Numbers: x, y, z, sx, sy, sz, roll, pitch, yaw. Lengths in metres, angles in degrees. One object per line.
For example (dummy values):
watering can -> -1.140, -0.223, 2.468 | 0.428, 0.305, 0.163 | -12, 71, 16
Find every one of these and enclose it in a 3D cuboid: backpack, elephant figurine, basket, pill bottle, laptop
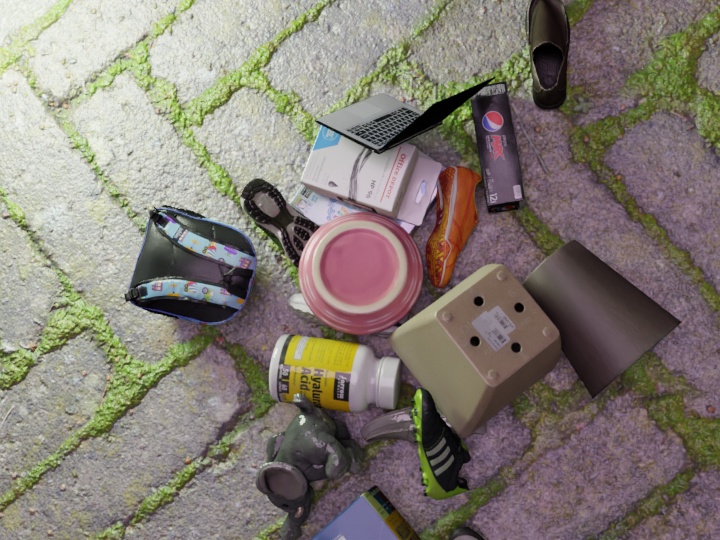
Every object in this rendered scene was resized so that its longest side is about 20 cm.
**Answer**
backpack -> -0.261, 0.000, 1.500 | 0.199, 0.135, 0.183 | 14, 86, 12
elephant figurine -> -0.105, 0.320, 1.438 | 0.200, 0.141, 0.155 | -38, 63, 12
basket -> 0.353, 0.063, 1.390 | 0.180, 0.136, 0.200 | -39, 74, -10
pill bottle -> -0.037, 0.168, 1.454 | 0.199, 0.111, 0.112 | 6, 84, 10
laptop -> 0.069, -0.266, 1.416 | 0.200, 0.187, 0.116 | 30, 127, 24

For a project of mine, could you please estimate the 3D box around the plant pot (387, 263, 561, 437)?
plant pot -> 0.186, 0.102, 1.361 | 0.200, 0.177, 0.200 | -35, 79, -16

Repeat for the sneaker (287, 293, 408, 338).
sneaker -> -0.019, 0.057, 1.490 | 0.199, 0.076, 0.081 | 10, 78, 3

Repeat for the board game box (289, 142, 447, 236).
board game box -> 0.018, -0.133, 1.514 | 0.199, 0.043, 0.200 | 35, 90, 12

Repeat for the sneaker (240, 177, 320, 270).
sneaker -> -0.126, -0.069, 1.522 | 0.077, 0.089, 0.200 | -43, 102, -14

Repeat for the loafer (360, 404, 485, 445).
loafer -> 0.100, 0.250, 1.441 | 0.199, 0.070, 0.070 | -14, 73, 7

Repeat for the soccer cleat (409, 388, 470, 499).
soccer cleat -> 0.123, 0.262, 1.386 | 0.081, 0.068, 0.200 | -11, 116, -1

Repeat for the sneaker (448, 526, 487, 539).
sneaker -> 0.188, 0.492, 1.393 | 0.074, 0.079, 0.201 | -21, 79, 9

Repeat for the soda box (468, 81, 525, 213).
soda box -> 0.222, -0.198, 1.472 | 0.063, 0.071, 0.201 | -8, 82, 10

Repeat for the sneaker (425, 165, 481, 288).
sneaker -> 0.155, -0.066, 1.465 | 0.077, 0.073, 0.201 | 7, 102, -25

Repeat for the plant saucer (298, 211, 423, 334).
plant saucer -> 0.000, 0.000, 1.439 | 0.200, 0.051, 0.201 | -1, 77, 2

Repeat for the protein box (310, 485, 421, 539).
protein box -> 0.007, 0.478, 1.396 | 0.198, 0.135, 0.200 | -42, 78, 2

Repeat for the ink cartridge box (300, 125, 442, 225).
ink cartridge box -> 0.019, -0.158, 1.460 | 0.200, 0.068, 0.116 | 19, 86, 11

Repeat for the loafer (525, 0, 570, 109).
loafer -> 0.309, -0.367, 1.477 | 0.073, 0.071, 0.201 | -6, 83, 9
